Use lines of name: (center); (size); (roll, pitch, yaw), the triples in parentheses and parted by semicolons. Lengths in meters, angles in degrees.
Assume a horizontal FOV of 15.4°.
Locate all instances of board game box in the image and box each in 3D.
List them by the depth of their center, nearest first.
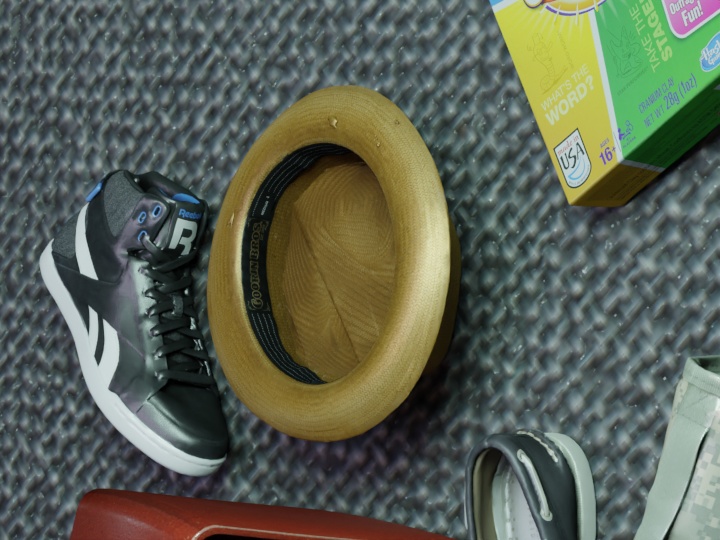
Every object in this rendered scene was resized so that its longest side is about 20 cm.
board game box: (0.132, -0.157, 1.380); (0.153, 0.040, 0.201); (-43, 58, 43)

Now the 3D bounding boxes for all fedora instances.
fedora: (0.000, 0.000, 1.476); (0.200, 0.082, 0.202); (-13, 72, 44)

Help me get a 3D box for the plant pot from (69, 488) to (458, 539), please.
plant pot: (-0.071, 0.214, 1.458); (0.176, 0.199, 0.201); (25, 103, 54)

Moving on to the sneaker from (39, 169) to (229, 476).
sneaker: (-0.120, 0.018, 1.589); (0.112, 0.073, 0.200); (-54, 52, 26)

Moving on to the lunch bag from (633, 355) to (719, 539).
lunch bag: (0.192, 0.131, 1.205); (0.117, 0.199, 0.165); (28, 103, 41)

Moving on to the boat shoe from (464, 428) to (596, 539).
boat shoe: (0.093, 0.182, 1.384); (0.074, 0.060, 0.201); (-12, 78, 40)
